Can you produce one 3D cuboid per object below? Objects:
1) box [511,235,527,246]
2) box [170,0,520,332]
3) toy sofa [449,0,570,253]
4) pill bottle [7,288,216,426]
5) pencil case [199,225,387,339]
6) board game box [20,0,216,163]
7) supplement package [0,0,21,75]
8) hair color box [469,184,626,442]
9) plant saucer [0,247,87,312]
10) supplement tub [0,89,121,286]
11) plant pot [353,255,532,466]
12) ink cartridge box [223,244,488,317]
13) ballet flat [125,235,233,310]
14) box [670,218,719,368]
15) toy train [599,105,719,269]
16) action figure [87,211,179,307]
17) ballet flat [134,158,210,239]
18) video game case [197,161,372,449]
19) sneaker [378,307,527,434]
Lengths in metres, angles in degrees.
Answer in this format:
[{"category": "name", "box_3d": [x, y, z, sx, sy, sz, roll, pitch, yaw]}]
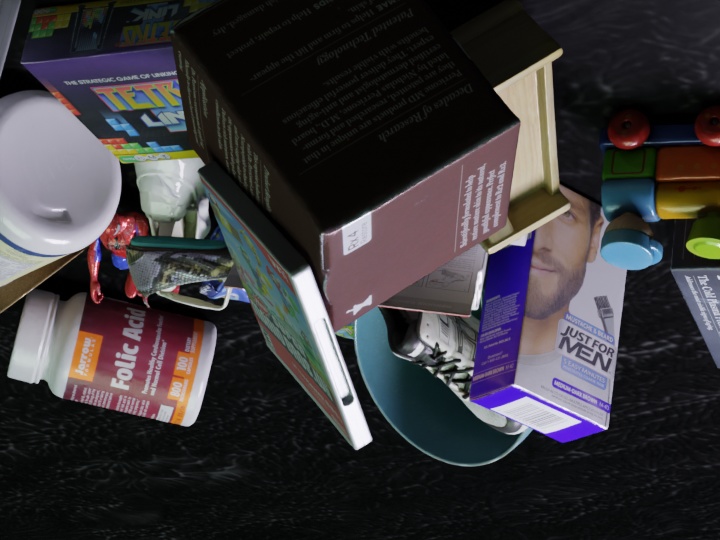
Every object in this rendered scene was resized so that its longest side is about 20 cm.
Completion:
[{"category": "box", "box_3d": [0.040, -0.057, 1.652, 0.200, 0.039, 0.041, 8, 156, 5]}, {"category": "box", "box_3d": [-0.012, -0.100, 1.439, 0.164, 0.200, 0.166, -31, 159, -14]}, {"category": "toy sofa", "box_3d": [0.099, -0.116, 1.537, 0.083, 0.098, 0.200, -30, 145, -13]}, {"category": "pill bottle", "box_3d": [-0.258, 0.087, 2.093, 0.200, 0.114, 0.114, 13, 155, -8]}, {"category": "pencil case", "box_3d": [-0.052, 0.014, 1.901, 0.200, 0.078, 0.087, 18, 176, -19]}, {"category": "board game box", "box_3d": [-0.143, -0.153, 1.611, 0.200, 0.057, 0.165, -3, 153, 26]}, {"category": "supplement package", "box_3d": [-0.382, -0.189, 1.553, 0.200, 0.117, 0.117, 23, 152, -25]}, {"category": "hair color box", "box_3d": [0.164, 0.033, 1.717, 0.109, 0.200, 0.065, 25, 149, -29]}, {"category": "plant saucer", "box_3d": [-0.338, 0.012, 1.924, 0.035, 0.200, 0.200, 54, 143, -7]}, {"category": "supplement tub", "box_3d": [-0.318, -0.063, 1.760, 0.145, 0.145, 0.200, 26, 151, -31]}, {"category": "plant pot", "box_3d": [0.112, 0.061, 1.846, 0.200, 0.200, 0.135, -17, -172, 45]}, {"category": "ink cartridge box", "box_3d": [0.000, 0.000, 1.643, 0.200, 0.176, 0.045, 7, 120, 6]}, {"category": "ballet flat", "box_3d": [-0.107, 0.000, 1.774, 0.200, 0.072, 0.072, -2, 153, 9]}, {"category": "box", "box_3d": [0.371, -0.003, 1.680, 0.182, 0.104, 0.200, -2, 153, 22]}, {"category": "toy train", "box_3d": [0.284, -0.061, 1.574, 0.200, 0.116, 0.085, 0, 153, 22]}, {"category": "action figure", "box_3d": [-0.218, 0.006, 1.902, 0.065, 0.099, 0.200, -1, 159, 7]}, {"category": "ballet flat", "box_3d": [-0.169, -0.059, 1.808, 0.069, 0.069, 0.200, 7, 155, 5]}, {"category": "video game case", "box_3d": [-0.055, 0.028, 1.481, 0.017, 0.143, 0.200, -31, 137, -13]}, {"category": "sneaker", "box_3d": [0.067, 0.067, 1.732, 0.200, 0.088, 0.076, 53, 133, 6]}]
